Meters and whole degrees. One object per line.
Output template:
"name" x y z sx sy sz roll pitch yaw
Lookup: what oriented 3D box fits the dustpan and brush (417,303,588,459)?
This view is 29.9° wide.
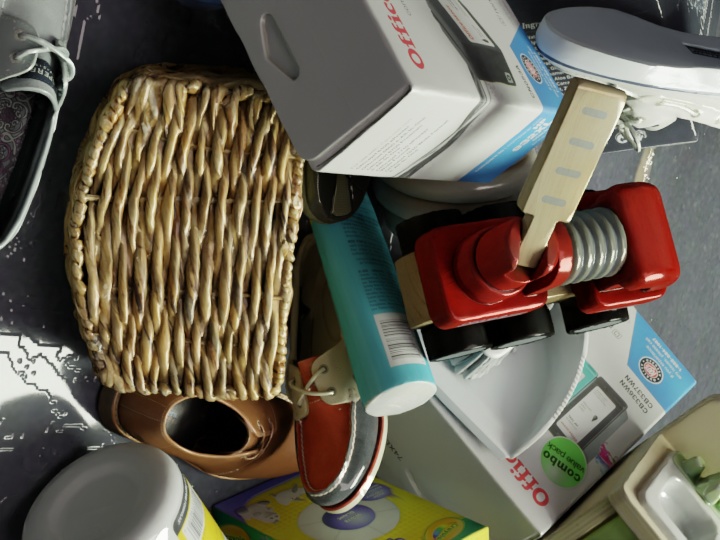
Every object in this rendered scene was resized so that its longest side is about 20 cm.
"dustpan and brush" 0.127 0.022 0.978 0.200 0.140 0.057 -41 172 -32

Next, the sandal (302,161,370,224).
"sandal" -0.022 -0.129 0.927 0.080 0.057 0.202 32 63 -44

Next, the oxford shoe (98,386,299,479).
"oxford shoe" -0.086 0.116 0.940 0.200 0.071 0.072 19 87 -48

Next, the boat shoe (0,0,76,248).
"boat shoe" -0.192 -0.104 0.760 0.070 0.071 0.202 15 92 -47

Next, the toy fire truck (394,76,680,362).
"toy fire truck" 0.133 -0.031 0.858 0.175 0.200 0.129 -8 80 -26

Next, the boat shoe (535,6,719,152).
"boat shoe" 0.199 -0.122 0.931 0.201 0.075 0.086 4 128 -26

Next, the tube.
"tube" 0.000 0.000 0.933 0.077 0.050 0.201 26 41 -54

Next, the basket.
"basket" -0.118 -0.030 0.867 0.142 0.149 0.201 4 102 -12

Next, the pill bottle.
"pill bottle" -0.131 0.217 0.896 0.112 0.112 0.200 -45 130 -25

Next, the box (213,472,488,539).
"box" 0.000 0.198 0.958 0.117 0.200 0.049 -19 116 -41

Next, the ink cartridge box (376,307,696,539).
"ink cartridge box" 0.124 0.111 1.056 0.200 0.146 0.147 -37 84 -31

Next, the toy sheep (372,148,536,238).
"toy sheep" 0.070 -0.078 0.996 0.138 0.138 0.201 -24 124 -38

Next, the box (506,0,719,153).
"box" 0.193 -0.226 1.030 0.200 0.117 0.197 62 35 -37

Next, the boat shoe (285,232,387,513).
"boat shoe" -0.023 0.069 0.948 0.063 0.071 0.201 38 46 -46

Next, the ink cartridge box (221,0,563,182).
"ink cartridge box" 0.024 -0.137 0.827 0.200 0.084 0.146 -2 61 -56

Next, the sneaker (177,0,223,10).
"sneaker" -0.044 -0.224 0.852 0.200 0.082 0.074 -31 101 -35

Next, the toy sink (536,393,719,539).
"toy sink" 0.212 0.205 0.965 0.131 0.200 0.112 51 32 5
